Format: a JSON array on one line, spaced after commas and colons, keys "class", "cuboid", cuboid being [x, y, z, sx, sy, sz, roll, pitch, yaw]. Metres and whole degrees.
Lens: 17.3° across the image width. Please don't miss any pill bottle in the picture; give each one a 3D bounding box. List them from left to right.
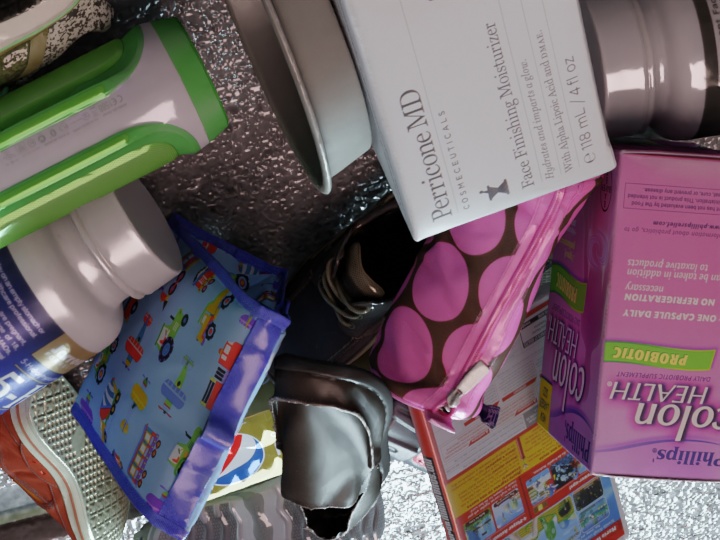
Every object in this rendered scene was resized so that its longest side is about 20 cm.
[{"class": "pill bottle", "cuboid": [-0.218, 0.015, 1.487, 0.199, 0.120, 0.120, -32, 131, 10]}, {"class": "pill bottle", "cuboid": [0.235, -0.145, 1.508, 0.199, 0.114, 0.114, -10, 131, -10]}]

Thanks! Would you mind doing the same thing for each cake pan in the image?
[{"class": "cake pan", "cuboid": [-0.044, -0.143, 1.362, 0.037, 0.201, 0.201, -23, 132, -6]}]

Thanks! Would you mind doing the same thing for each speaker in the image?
[{"class": "speaker", "cuboid": [-0.182, -0.074, 1.404, 0.199, 0.089, 0.089, -27, 132, -4]}]

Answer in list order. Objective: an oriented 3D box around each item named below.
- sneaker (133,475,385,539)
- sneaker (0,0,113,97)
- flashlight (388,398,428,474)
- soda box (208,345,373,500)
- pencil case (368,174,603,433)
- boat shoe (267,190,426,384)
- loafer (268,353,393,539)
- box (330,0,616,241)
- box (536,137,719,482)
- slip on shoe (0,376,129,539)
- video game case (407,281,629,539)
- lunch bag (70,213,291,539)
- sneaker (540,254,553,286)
[{"class": "sneaker", "cuboid": [-0.074, 0.179, 1.715, 0.199, 0.082, 0.075, -2, 90, -32]}, {"class": "sneaker", "cuboid": [-0.228, -0.120, 1.411, 0.199, 0.077, 0.089, -30, 143, 12]}, {"class": "flashlight", "cuboid": [0.073, 0.128, 1.632, 0.200, 0.068, 0.068, 29, 108, -42]}, {"class": "soda box", "cuboid": [-0.065, 0.098, 1.642, 0.199, 0.064, 0.068, -20, 133, -3]}, {"class": "pencil case", "cuboid": [0.081, -0.001, 1.471, 0.090, 0.094, 0.201, 19, 114, -10]}, {"class": "boat shoe", "cuboid": [0.000, 0.000, 1.564, 0.200, 0.074, 0.073, -47, 170, 12]}, {"class": "loafer", "cuboid": [-0.017, 0.116, 1.495, 0.073, 0.072, 0.200, 9, 154, 15]}, {"class": "box", "cuboid": [0.043, -0.164, 1.371, 0.130, 0.200, 0.200, -20, 132, -2]}, {"class": "box", "cuboid": [0.182, 0.019, 1.515, 0.096, 0.176, 0.201, 3, 97, -7]}, {"class": "slip on shoe", "cuboid": [-0.209, 0.131, 1.631, 0.061, 0.074, 0.200, 4, 144, 24]}, {"class": "video game case", "cuboid": [0.107, 0.127, 1.610, 0.143, 0.017, 0.201, -29, 113, -31]}, {"class": "lunch bag", "cuboid": [-0.103, 0.069, 1.483, 0.094, 0.200, 0.151, 26, 98, -16]}, {"class": "sneaker", "cuboid": [0.202, 0.005, 1.640, 0.199, 0.085, 0.077, -10, 131, -10]}]
